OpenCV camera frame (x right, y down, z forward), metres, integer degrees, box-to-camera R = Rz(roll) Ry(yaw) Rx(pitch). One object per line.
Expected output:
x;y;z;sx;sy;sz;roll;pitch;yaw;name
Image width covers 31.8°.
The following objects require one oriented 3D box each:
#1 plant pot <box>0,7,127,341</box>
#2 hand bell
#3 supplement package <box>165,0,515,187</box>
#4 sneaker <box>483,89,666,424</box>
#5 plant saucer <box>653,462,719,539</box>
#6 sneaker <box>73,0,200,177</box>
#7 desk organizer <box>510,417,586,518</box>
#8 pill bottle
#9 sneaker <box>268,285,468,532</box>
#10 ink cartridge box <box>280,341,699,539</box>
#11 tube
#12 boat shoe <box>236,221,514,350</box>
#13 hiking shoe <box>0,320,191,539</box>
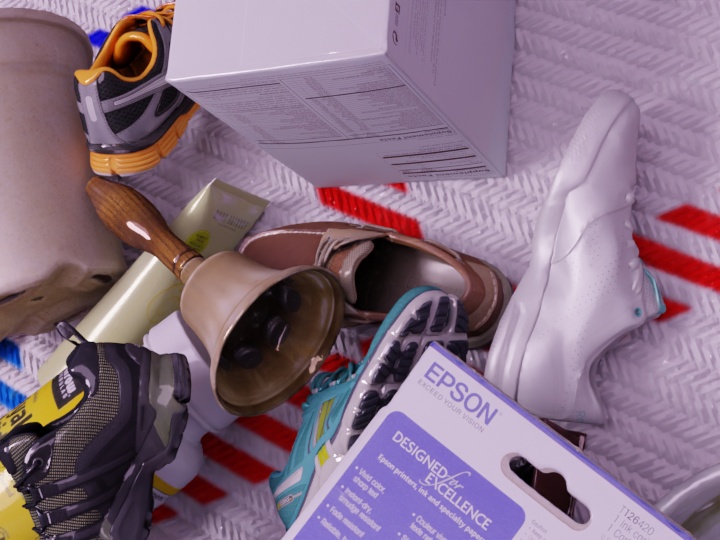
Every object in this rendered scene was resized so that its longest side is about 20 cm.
-0.259;-0.054;0.902;0.200;0.200;0.184;-27;76;16;plant pot
-0.114;-0.006;0.803;0.200;0.104;0.104;36;92;32;hand bell
-0.002;-0.175;0.796;0.146;0.200;0.193;-2;74;25;supplement package
0.146;-0.005;0.760;0.088;0.075;0.201;19;90;16;sneaker
0.229;0.197;0.660;0.199;0.050;0.202;-7;70;20;plant saucer
-0.139;-0.153;0.892;0.078;0.078;0.201;-1;42;21;sneaker
0.071;0.182;0.727;0.071;0.077;0.201;6;78;26;desk organizer
-0.175;0.119;0.838;0.200;0.111;0.111;-37;63;0;pill bottle
-0.005;0.087;0.771;0.080;0.077;0.201;51;122;38;sneaker
0.056;0.176;0.664;0.197;0.047;0.200;37;85;19;ink cartridge box
-0.146;0.017;0.884;0.200;0.052;0.058;-47;17;10;tube
0.000;0.000;0.817;0.199;0.072;0.076;7;78;27;boat shoe
-0.171;0.134;0.749;0.100;0.076;0.201;19;84;-8;hiking shoe
